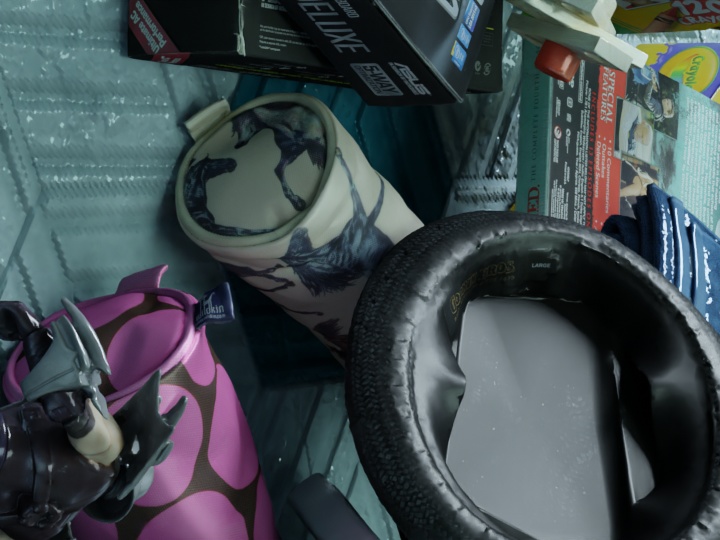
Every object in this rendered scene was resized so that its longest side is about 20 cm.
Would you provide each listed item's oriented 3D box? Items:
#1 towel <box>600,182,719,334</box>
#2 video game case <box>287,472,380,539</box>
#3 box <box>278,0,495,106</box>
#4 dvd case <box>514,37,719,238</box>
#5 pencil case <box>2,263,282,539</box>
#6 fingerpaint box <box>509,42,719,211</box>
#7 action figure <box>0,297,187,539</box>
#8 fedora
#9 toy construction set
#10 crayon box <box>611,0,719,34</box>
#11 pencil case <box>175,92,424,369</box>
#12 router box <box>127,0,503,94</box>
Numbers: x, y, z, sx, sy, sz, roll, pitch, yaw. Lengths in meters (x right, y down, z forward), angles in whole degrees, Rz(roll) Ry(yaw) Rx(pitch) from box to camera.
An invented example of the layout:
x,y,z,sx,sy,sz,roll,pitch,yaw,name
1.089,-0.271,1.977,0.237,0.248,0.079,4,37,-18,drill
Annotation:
x,y,z,sx,sy,sz,roll,pitch,yaw,name
0.179,0.054,1.162,0.200,0.048,0.112,39,44,-41,towel
0.046,0.174,1.034,0.023,0.200,0.182,-38,102,-5,video game case
0.013,-0.191,1.007,0.158,0.050,0.200,47,53,-44,box
0.136,-0.023,1.190,0.200,0.022,0.146,17,71,-50,dvd case
-0.066,0.101,0.995,0.094,0.091,0.200,-80,156,-58,pencil case
0.153,0.003,1.304,0.200,0.073,0.167,-51,132,-41,fingerpaint box
-0.145,0.059,0.851,0.200,0.130,0.069,6,42,-42,action figure
0.067,0.075,1.022,0.201,0.200,0.092,-48,172,-42,fedora
0.123,-0.162,1.077,0.200,0.131,0.092,-54,143,-13,toy construction set
0.154,-0.164,1.187,0.119,0.200,0.058,34,64,-50,crayon box
0.000,0.000,1.086,0.078,0.089,0.200,-49,136,-3,pencil case
-0.014,-0.156,1.069,0.200,0.062,0.150,3,89,-55,router box
